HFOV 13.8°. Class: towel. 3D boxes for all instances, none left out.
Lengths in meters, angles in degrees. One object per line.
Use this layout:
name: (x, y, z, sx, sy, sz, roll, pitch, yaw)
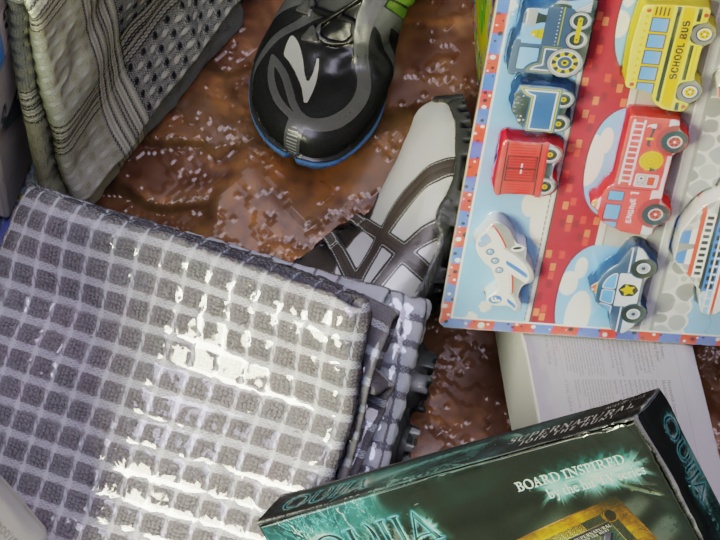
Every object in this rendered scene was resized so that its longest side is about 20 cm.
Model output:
towel: (-0.092, -0.134, 1.384, 0.035, 0.200, 0.193, 28, 65, 15)
towel: (-0.085, 0.063, 1.339, 0.200, 0.086, 0.166, 17, 87, 19)

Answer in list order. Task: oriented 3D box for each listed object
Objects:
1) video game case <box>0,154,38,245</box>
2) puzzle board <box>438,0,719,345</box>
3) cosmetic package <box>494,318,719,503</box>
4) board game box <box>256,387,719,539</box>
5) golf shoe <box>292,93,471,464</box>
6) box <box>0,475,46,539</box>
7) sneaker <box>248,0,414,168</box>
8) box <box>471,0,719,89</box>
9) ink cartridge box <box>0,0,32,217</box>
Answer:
video game case: (-0.221, -0.040, 1.446, 0.143, 0.018, 0.200, -6, 69, -4)
puzzle board: (0.121, -0.044, 1.281, 0.151, 0.200, 0.017, 5, 41, -5)
cosmetic package: (0.111, 0.057, 1.357, 0.082, 0.051, 0.200, 1, 43, -7)
board game box: (0.067, 0.133, 1.225, 0.028, 0.200, 0.135, -44, 110, -51)
golf shoe: (0.000, 0.000, 1.407, 0.094, 0.078, 0.200, 14, 68, 4)
box: (-0.281, 0.096, 1.230, 0.199, 0.200, 0.171, 23, 69, 36)
sneaker: (-0.002, -0.142, 1.456, 0.071, 0.083, 0.200, 22, 70, 7)
box: (0.119, -0.125, 1.363, 0.122, 0.193, 0.200, 0, 45, -2)
ink cartridge box: (-0.161, -0.142, 1.369, 0.045, 0.200, 0.176, 16, 70, 4)
